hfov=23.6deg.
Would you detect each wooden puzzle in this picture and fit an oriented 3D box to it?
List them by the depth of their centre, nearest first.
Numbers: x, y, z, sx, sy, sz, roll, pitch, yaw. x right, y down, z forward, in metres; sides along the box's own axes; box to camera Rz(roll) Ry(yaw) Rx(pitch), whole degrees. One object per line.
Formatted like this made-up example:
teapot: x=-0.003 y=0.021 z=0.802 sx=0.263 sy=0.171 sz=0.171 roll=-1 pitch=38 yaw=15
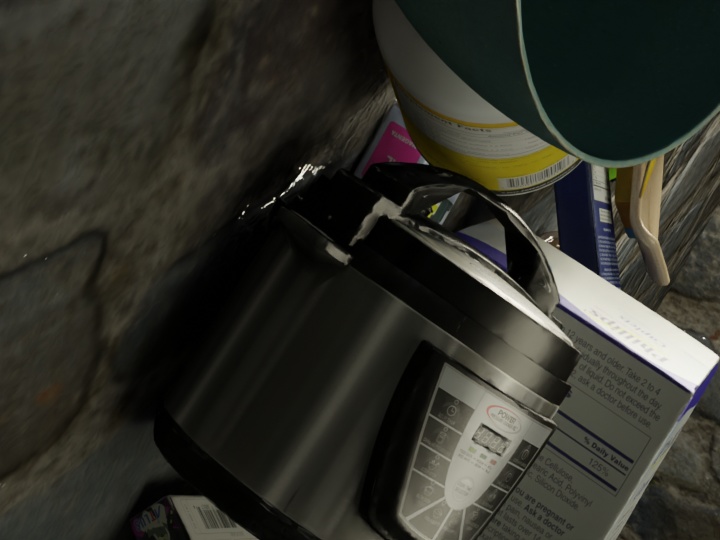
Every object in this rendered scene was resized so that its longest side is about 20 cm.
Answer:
wooden puzzle: x=0.230 y=-0.101 z=1.406 sx=0.185 sy=0.037 sz=0.202 roll=41 pitch=49 yaw=-73

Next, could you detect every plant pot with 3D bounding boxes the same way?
plant pot: x=0.070 y=-0.156 z=0.641 sx=0.199 sy=0.134 sz=0.202 roll=-29 pitch=132 yaw=-38

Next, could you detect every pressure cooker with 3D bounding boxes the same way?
pressure cooker: x=0.011 y=0.045 z=0.866 sx=0.201 sy=0.178 sz=0.176 roll=-56 pitch=178 yaw=1

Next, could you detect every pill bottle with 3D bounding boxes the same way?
pill bottle: x=0.065 y=-0.113 z=0.820 sx=0.113 sy=0.112 sz=0.200 roll=-55 pitch=166 yaw=-7

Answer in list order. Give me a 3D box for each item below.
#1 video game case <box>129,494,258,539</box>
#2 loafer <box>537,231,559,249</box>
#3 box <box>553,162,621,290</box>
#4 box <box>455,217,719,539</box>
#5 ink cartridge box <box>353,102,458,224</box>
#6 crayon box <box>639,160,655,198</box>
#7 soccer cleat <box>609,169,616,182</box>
video game case: x=-0.038 y=0.217 z=1.005 sx=0.036 sy=0.183 sz=0.200 roll=-32 pitch=162 yaw=19
loafer: x=0.153 y=0.036 z=1.559 sx=0.200 sy=0.071 sz=0.073 roll=-43 pitch=161 yaw=-46
box: x=0.170 y=-0.041 z=1.293 sx=0.121 sy=0.032 sz=0.202 roll=2 pitch=81 yaw=-75
box: x=0.105 y=0.099 z=1.128 sx=0.201 sy=0.183 sz=0.105 roll=-62 pitch=163 yaw=20
ink cartridge box: x=0.000 y=0.000 z=1.010 sx=0.201 sy=0.042 sz=0.119 roll=-58 pitch=166 yaw=11
crayon box: x=0.207 y=-0.167 z=1.214 sx=0.127 sy=0.050 sz=0.202 roll=79 pitch=26 yaw=-71
soccer cleat: x=0.254 y=-0.128 z=1.584 sx=0.199 sy=0.068 sz=0.081 roll=-27 pitch=157 yaw=-53
